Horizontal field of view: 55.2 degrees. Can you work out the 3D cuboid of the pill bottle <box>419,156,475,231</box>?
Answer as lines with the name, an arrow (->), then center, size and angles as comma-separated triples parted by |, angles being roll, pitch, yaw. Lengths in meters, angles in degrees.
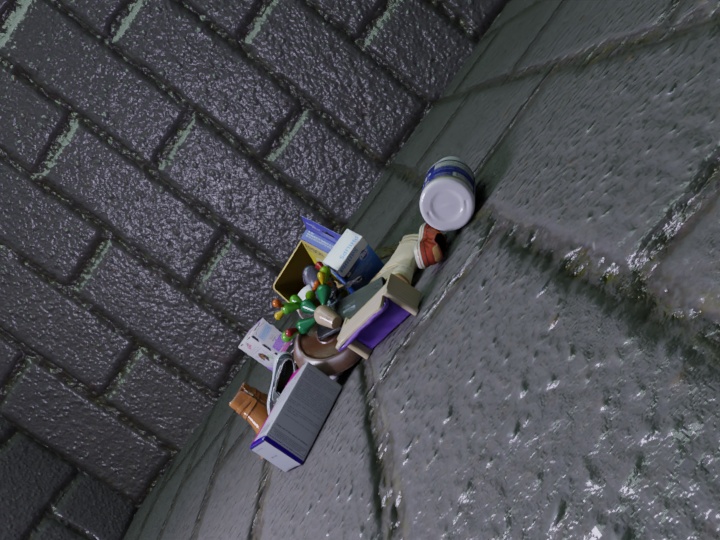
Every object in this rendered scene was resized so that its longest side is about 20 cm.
pill bottle -> 0.198, -0.180, 1.534 | 0.120, 0.119, 0.201 | -49, 9, 27

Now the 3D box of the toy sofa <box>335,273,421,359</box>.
toy sofa -> 0.035, 0.108, 1.428 | 0.200, 0.082, 0.098 | -47, 16, 41

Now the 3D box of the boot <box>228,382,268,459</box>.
boot -> -0.274, 0.387, 1.780 | 0.074, 0.154, 0.200 | -49, 10, 20

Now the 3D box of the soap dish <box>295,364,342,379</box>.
soap dish -> -0.077, 0.196, 1.698 | 0.158, 0.081, 0.200 | -59, 11, -29

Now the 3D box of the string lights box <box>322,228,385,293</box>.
string lights box -> 0.000, 0.000, 1.684 | 0.059, 0.200, 0.103 | 28, 76, 39

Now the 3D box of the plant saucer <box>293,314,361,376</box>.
plant saucer -> -0.070, 0.153, 1.592 | 0.197, 0.032, 0.202 | -16, 43, 15

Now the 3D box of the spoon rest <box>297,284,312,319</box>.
spoon rest -> -0.126, 0.119, 1.816 | 0.060, 0.201, 0.100 | -22, 48, -2

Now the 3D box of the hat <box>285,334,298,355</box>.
hat -> -0.159, 0.225, 1.912 | 0.200, 0.081, 0.201 | -37, 20, 16

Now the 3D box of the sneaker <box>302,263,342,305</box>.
sneaker -> -0.078, 0.069, 1.826 | 0.074, 0.201, 0.087 | -38, 20, -8

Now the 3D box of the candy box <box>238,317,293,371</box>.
candy box -> -0.255, 0.245, 2.080 | 0.072, 0.199, 0.168 | -58, 10, -27

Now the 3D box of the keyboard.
keyboard -> -0.022, 0.072, 1.567 | 0.198, 0.021, 0.128 | -29, 44, 25

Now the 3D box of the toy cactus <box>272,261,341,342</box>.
toy cactus -> -0.109, 0.081, 1.571 | 0.164, 0.102, 0.201 | 25, 72, 41

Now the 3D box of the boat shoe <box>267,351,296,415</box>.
boat shoe -> -0.195, 0.306, 1.715 | 0.071, 0.071, 0.204 | -161, 71, -75

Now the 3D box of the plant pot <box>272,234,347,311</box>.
plant pot -> -0.099, 0.032, 2.028 | 0.201, 0.199, 0.176 | -56, -24, 13

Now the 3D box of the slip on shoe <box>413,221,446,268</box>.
slip on shoe -> 0.159, -0.059, 1.497 | 0.060, 0.075, 0.200 | -14, 16, 16

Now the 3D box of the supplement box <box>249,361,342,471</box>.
supplement box -> -0.138, 0.317, 1.494 | 0.101, 0.103, 0.201 | -43, 15, 55

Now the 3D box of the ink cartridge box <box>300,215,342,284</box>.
ink cartridge box -> -0.068, -0.033, 1.793 | 0.196, 0.201, 0.047 | 28, 69, 40

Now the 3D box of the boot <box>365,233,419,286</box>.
boot -> 0.080, 0.001, 1.628 | 0.200, 0.072, 0.156 | -39, 18, 56

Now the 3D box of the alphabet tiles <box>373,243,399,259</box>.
alphabet tiles -> 0.048, -0.044, 1.891 | 0.164, 0.006, 0.200 | -19, 8, -3
